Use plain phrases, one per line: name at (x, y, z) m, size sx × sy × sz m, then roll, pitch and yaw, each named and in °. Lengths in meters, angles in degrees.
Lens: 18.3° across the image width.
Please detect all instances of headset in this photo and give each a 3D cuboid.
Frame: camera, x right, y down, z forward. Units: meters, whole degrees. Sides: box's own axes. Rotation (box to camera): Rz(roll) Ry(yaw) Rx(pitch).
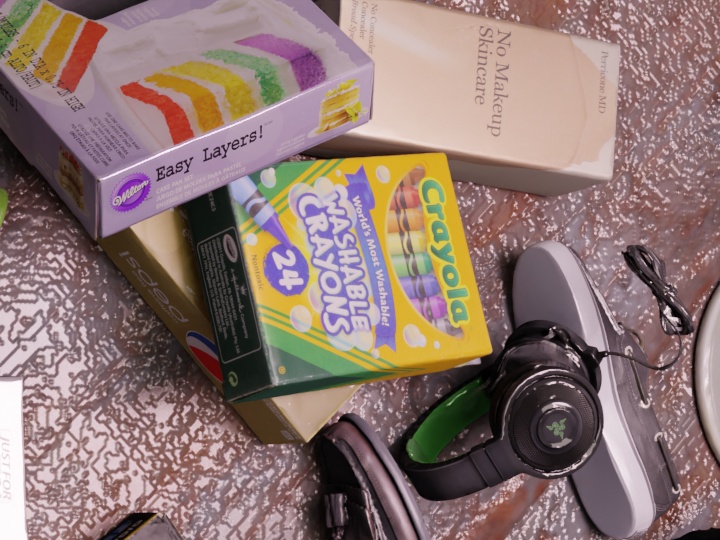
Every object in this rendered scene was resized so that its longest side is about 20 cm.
headset at (0.106, 0.064, 1.343) m, size 0.199 × 0.124 × 0.094 m, roll -27°, pitch 106°, yaw 15°

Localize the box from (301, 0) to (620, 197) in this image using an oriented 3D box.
box at (0.057, -0.108, 1.389) m, size 0.199 × 0.078 × 0.096 m, roll 7°, pitch 81°, yaw -25°

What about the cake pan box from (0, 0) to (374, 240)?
cake pan box at (-0.119, -0.123, 1.261) m, size 0.183 × 0.053 × 0.200 m, roll -22°, pitch 50°, yaw -26°

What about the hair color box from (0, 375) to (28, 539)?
hair color box at (-0.284, 0.110, 1.211) m, size 0.199 × 0.060 × 0.101 m, roll 0°, pitch 86°, yaw -26°

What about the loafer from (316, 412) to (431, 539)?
loafer at (0.013, 0.187, 1.348) m, size 0.063 × 0.072 × 0.201 m, roll -26°, pitch 100°, yaw -21°

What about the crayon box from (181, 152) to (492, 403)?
crayon box at (0.000, 0.000, 1.303) m, size 0.199 × 0.051 × 0.127 m, roll -6°, pitch 79°, yaw -41°

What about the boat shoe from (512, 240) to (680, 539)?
boat shoe at (0.158, 0.070, 1.431) m, size 0.066 × 0.070 × 0.201 m, roll -25°, pitch 97°, yaw -34°

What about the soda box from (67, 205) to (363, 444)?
soda box at (-0.084, 0.007, 1.317) m, size 0.068 × 0.064 × 0.200 m, roll -45°, pitch 104°, yaw -23°

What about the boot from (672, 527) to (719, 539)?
boot at (0.196, 0.211, 1.369) m, size 0.162 × 0.198 × 0.074 m, roll -24°, pitch 93°, yaw -32°

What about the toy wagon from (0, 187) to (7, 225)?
toy wagon at (-0.276, -0.044, 1.242) m, size 0.154 × 0.040 × 0.201 m, roll 21°, pitch 76°, yaw -23°

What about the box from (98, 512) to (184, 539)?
box at (-0.151, 0.259, 1.271) m, size 0.200 × 0.049 × 0.160 m, roll -37°, pitch 100°, yaw -24°

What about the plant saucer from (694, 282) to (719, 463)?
plant saucer at (0.322, 0.072, 1.520) m, size 0.199 × 0.050 × 0.202 m, roll 3°, pitch 84°, yaw -27°
